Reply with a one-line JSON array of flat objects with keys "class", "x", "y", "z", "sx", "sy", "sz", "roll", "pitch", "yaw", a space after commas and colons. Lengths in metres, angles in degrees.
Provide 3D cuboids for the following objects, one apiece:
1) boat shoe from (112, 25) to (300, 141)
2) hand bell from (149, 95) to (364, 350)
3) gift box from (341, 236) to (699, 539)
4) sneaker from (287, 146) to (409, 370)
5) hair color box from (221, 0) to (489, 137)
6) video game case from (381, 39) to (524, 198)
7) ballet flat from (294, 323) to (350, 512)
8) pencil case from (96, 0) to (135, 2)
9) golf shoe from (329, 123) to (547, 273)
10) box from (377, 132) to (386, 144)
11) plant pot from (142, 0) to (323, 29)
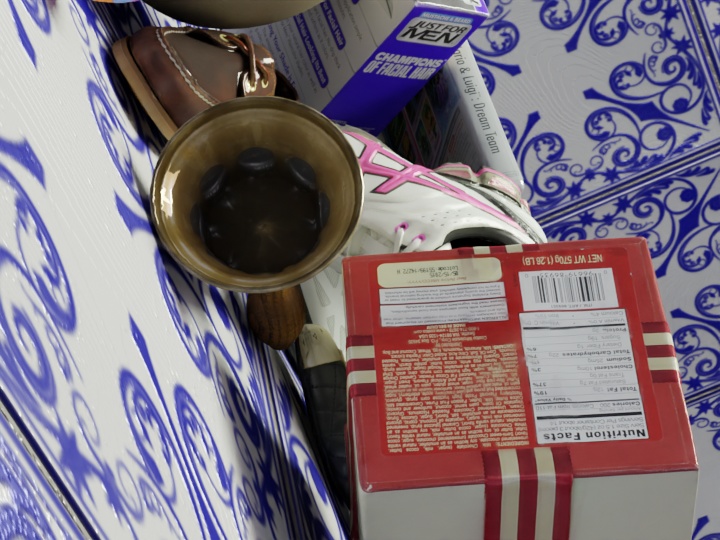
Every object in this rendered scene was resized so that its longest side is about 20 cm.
[{"class": "boat shoe", "x": -0.081, "y": -0.104, "z": 1.223, "sx": 0.070, "sy": 0.070, "sz": 0.200, "roll": 62, "pitch": 6, "yaw": 5}, {"class": "hand bell", "x": -0.046, "y": -0.001, "z": 1.166, "sx": 0.200, "sy": 0.104, "sz": 0.104, "roll": 84, "pitch": -14, "yaw": -68}, {"class": "gift box", "x": 0.081, "y": 0.097, "z": 1.128, "sx": 0.200, "sy": 0.184, "sz": 0.187, "roll": -88, "pitch": 177, "yaw": -47}, {"class": "sneaker", "x": 0.000, "y": 0.000, "z": 1.341, "sx": 0.201, "sy": 0.115, "sz": 0.076, "roll": 62, "pitch": 7, "yaw": -45}, {"class": "hair color box", "x": -0.017, "y": -0.138, "z": 1.354, "sx": 0.065, "sy": 0.200, "sz": 0.109, "roll": 3, "pitch": 55, "yaw": -37}, {"class": "video game case", "x": 0.045, "y": -0.073, "z": 1.403, "sx": 0.200, "sy": 0.024, "sz": 0.182, "roll": 106, "pitch": -31, "yaw": -58}, {"class": "ballet flat", "x": 0.014, "y": 0.119, "z": 1.292, "sx": 0.200, "sy": 0.057, "sz": 0.066, "roll": 64, "pitch": 4, "yaw": 0}, {"class": "pencil case", "x": -0.143, "y": -0.213, "z": 1.021, "sx": 0.088, "sy": 0.088, "sz": 0.200, "roll": -107, "pitch": 170, "yaw": -48}, {"class": "golf shoe", "x": 0.013, "y": -0.028, "z": 1.218, "sx": 0.092, "sy": 0.200, "sz": 0.073, "roll": -112, "pitch": -144, "yaw": -57}, {"class": "box", "x": -0.028, "y": -0.071, "z": 1.469, "sx": 0.068, "sy": 0.082, "sz": 0.200, "roll": 101, "pitch": -25, "yaw": -59}, {"class": "plant pot", "x": -0.076, "y": -0.213, "z": 1.254, "sx": 0.134, "sy": 0.200, "sz": 0.200, "roll": 119, "pitch": -44, "yaw": -56}]
